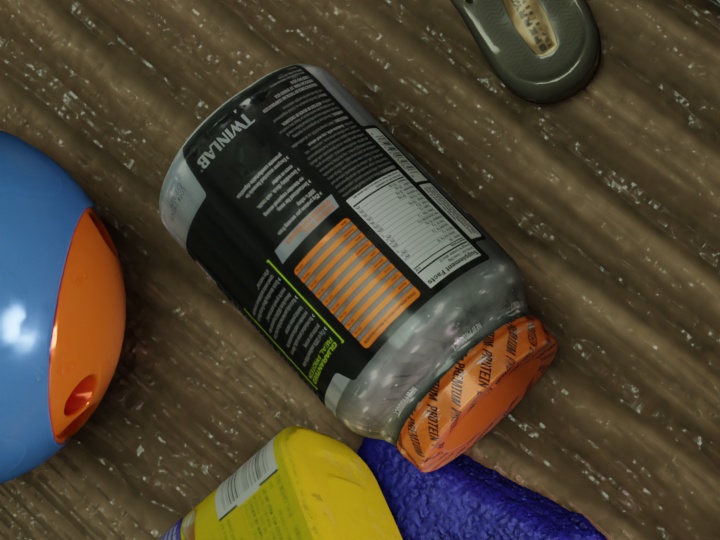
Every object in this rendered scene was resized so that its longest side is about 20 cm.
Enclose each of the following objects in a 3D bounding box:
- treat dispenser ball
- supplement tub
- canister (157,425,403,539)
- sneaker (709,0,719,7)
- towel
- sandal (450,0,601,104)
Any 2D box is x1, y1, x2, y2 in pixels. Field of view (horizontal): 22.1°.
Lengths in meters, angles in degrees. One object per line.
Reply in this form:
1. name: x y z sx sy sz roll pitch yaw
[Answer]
1. treat dispenser ball: -0.225 0.020 0.983 0.200 0.201 0.201 -2 85 18
2. supplement tub: 0.000 0.000 0.951 0.123 0.123 0.200 -45 74 10
3. canister: -0.067 0.193 0.943 0.200 0.086 0.149 -42 49 22
4. sneaker: 0.169 -0.182 0.933 0.082 0.075 0.200 -36 74 15
5. towel: 0.026 0.195 0.965 0.147 0.050 0.200 26 94 18
6. sandal: 0.057 -0.177 0.982 0.082 0.055 0.200 -32 76 13
